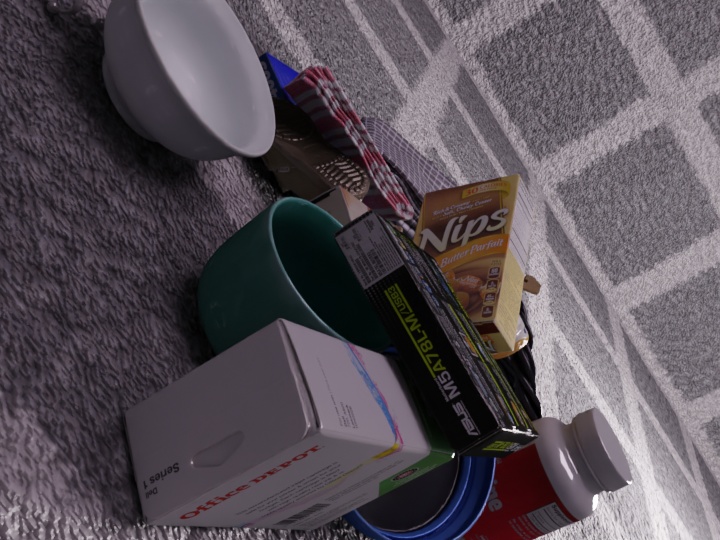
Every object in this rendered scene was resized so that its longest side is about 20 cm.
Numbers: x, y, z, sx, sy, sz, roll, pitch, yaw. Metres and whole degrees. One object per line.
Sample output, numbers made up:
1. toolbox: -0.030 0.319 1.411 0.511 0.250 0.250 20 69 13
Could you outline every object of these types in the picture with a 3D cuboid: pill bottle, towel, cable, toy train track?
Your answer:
1. pill bottle: 0.179 0.226 0.959 0.112 0.200 0.112 49 22 -28
2. towel: 0.058 -0.117 1.248 0.200 0.086 0.166 41 19 -15
3. cable: 0.196 0.120 1.102 0.200 0.051 0.163 -100 -176 -50
4. toy train track: 0.123 -0.021 1.079 0.200 0.033 0.115 20 -6 6
5. towel: -0.018 -0.139 1.030 0.200 0.030 0.146 58 -10 -11

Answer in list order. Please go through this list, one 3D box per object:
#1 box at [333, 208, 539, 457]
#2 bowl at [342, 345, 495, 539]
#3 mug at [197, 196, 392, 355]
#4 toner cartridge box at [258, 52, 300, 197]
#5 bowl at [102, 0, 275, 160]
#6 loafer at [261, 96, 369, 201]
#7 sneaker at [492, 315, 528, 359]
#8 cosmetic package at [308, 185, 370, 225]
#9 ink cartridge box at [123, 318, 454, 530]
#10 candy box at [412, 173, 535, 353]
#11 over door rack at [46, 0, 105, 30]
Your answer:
1. box: 0.069 0.059 0.750 0.200 0.047 0.193 60 8 19
2. bowl: 0.041 0.156 0.835 0.200 0.039 0.201 13 67 -34
3. mug: -0.051 0.039 0.764 0.185 0.114 0.152 37 29 -34
4. toner cartridge box: -0.074 -0.164 1.110 0.095 0.043 0.200 14 49 -63
5. bowl: -0.169 -0.178 0.818 0.201 0.090 0.201 51 25 -36
6. loafer: -0.073 -0.123 1.000 0.076 0.068 0.200 -17 52 -39
7. sneaker: 0.127 0.025 1.055 0.200 0.075 0.088 35 -27 60
8. cosmetic package: 0.000 0.000 0.982 0.200 0.103 0.087 35 33 -52
9. ink cartridge box: -0.045 0.119 0.643 0.200 0.145 0.084 27 36 -56
10. candy box: 0.110 -0.004 0.934 0.055 0.115 0.200 54 39 -39
11. over door rack: -0.251 -0.321 0.840 0.148 0.067 0.200 -7 90 -69
